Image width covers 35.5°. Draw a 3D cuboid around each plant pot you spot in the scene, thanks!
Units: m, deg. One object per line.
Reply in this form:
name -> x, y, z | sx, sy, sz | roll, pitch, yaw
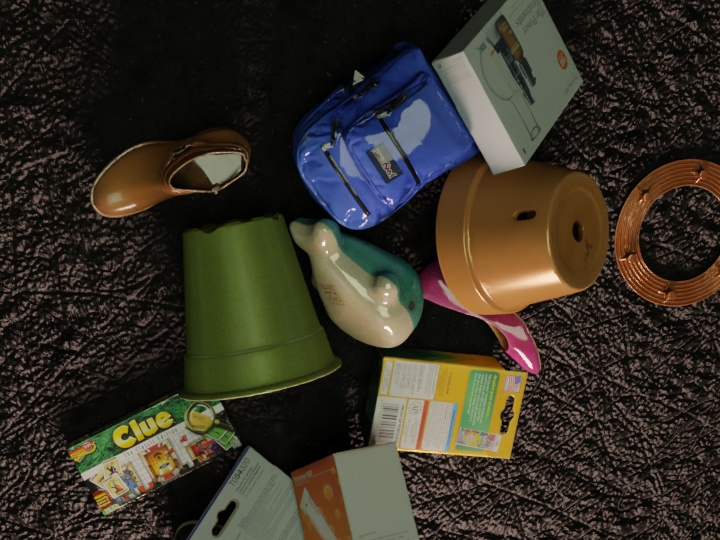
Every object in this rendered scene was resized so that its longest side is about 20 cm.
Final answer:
plant pot -> -0.134, 0.035, 1.331 | 0.197, 0.200, 0.193 | -10, 95, -9
plant pot -> 0.203, -0.047, 1.340 | 0.199, 0.139, 0.203 | 0, 90, -47

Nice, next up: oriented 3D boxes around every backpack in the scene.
backpack -> 0.018, -0.150, 1.309 | 0.199, 0.168, 0.163 | -33, 104, 5

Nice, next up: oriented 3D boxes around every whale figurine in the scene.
whale figurine -> 0.000, 0.000, 1.364 | 0.104, 0.158, 0.201 | -50, 118, -24

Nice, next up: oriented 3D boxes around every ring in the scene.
ring -> 0.433, -0.047, 1.500 | 0.197, 0.019, 0.203 | -3, 106, -10

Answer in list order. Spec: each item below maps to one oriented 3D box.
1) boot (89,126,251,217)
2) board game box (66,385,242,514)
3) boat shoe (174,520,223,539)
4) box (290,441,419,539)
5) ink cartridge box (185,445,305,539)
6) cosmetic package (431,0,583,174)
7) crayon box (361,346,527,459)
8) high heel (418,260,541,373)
boot -> -0.218, -0.107, 1.274 | 0.198, 0.155, 0.074 | -28, 110, -3
board game box -> -0.260, 0.221, 1.429 | 0.198, 0.023, 0.106 | -27, 107, -3
boat shoe -> -0.144, 0.371, 1.476 | 0.199, 0.063, 0.075 | 8, 101, -15
box -> 0.000, 0.331, 1.404 | 0.096, 0.124, 0.203 | -5, 73, -32
ink cartridge box -> -0.122, 0.360, 1.424 | 0.199, 0.043, 0.197 | 40, 56, -8
cosmetic package -> 0.177, -0.231, 1.315 | 0.152, 0.051, 0.200 | 58, 45, -22
crayon box -> 0.109, 0.174, 1.477 | 0.197, 0.052, 0.128 | 7, 104, -13
high heel -> 0.150, 0.069, 1.443 | 0.096, 0.067, 0.201 | -37, 105, -10
